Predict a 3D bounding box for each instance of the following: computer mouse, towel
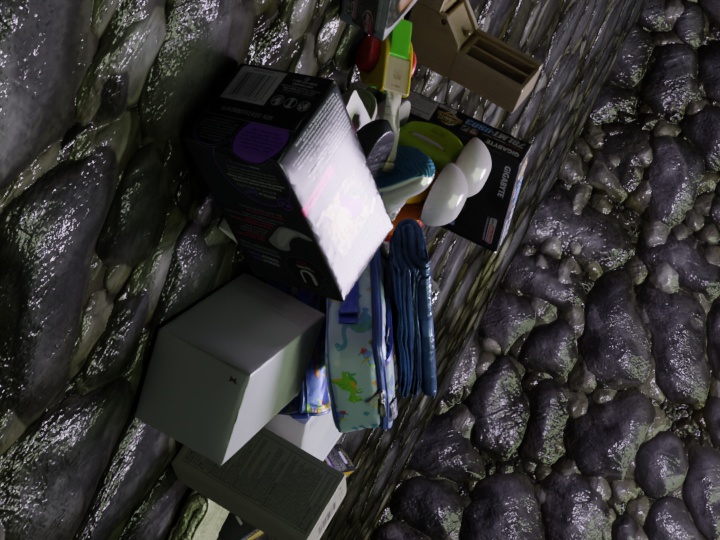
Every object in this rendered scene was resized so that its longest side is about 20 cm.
[{"bbox_3d":[-0.017,-0.086,1.415,0.058,0.034,0.202,-19,141,-58],"label":"computer mouse"},{"bbox_3d":[0.060,0.048,1.512,0.112,0.048,0.203,-97,-179,-56],"label":"towel"},{"bbox_3d":[-0.231,0.377,1.737,0.203,0.036,0.148,-66,167,10],"label":"towel"}]

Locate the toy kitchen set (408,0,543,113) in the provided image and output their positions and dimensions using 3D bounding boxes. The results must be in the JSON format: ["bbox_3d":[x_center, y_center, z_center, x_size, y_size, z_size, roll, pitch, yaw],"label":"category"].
[{"bbox_3d":[0.178,-0.355,1.601,0.163,0.179,0.202,-48,164,-49],"label":"toy kitchen set"}]

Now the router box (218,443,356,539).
[{"bbox_3d":[-0.113,0.337,1.888,0.199,0.053,0.157,-35,168,7],"label":"router box"}]

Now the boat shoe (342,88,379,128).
[{"bbox_3d":[-0.032,-0.119,1.486,0.063,0.072,0.202,79,35,-64],"label":"boat shoe"}]

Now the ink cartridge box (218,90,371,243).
[{"bbox_3d":[-0.068,-0.107,1.382,0.202,0.067,0.117,-61,166,-6],"label":"ink cartridge box"}]

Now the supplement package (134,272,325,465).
[{"bbox_3d":[-0.141,0.103,1.392,0.200,0.116,0.118,-38,152,-63],"label":"supplement package"}]

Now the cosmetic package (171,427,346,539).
[{"bbox_3d":[-0.125,0.259,1.570,0.104,0.198,0.073,-55,164,-23],"label":"cosmetic package"}]

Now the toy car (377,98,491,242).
[{"bbox_3d":[0.060,-0.114,1.622,0.200,0.173,0.152,-46,160,-51],"label":"toy car"}]

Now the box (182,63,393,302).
[{"bbox_3d":[-0.065,-0.083,1.203,0.107,0.121,0.201,-55,144,-27],"label":"box"}]

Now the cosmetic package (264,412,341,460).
[{"bbox_3d":[-0.085,0.176,1.735,0.200,0.122,0.202,-52,161,-40],"label":"cosmetic package"}]

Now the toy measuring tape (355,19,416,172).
[{"bbox_3d":[0.025,-0.210,1.471,0.074,0.072,0.204,55,41,-75],"label":"toy measuring tape"}]

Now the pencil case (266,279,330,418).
[{"bbox_3d":[-0.077,0.084,1.547,0.087,0.077,0.204,-76,165,-76],"label":"pencil case"}]

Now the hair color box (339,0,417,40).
[{"bbox_3d":[0.054,-0.357,1.388,0.201,0.060,0.100,-53,163,-35],"label":"hair color box"}]

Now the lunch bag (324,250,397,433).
[{"bbox_3d":[-0.002,0.076,1.474,0.202,0.081,0.163,-92,176,-52],"label":"lunch bag"}]

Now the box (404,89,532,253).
[{"bbox_3d":[0.132,-0.140,1.789,0.050,0.196,0.201,-53,164,-33],"label":"box"}]

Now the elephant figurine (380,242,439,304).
[{"bbox_3d":[0.000,0.000,1.656,0.141,0.200,0.155,-43,178,-42],"label":"elephant figurine"}]

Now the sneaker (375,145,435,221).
[{"bbox_3d":[0.018,-0.083,1.495,0.198,0.081,0.077,-22,-148,40],"label":"sneaker"}]
